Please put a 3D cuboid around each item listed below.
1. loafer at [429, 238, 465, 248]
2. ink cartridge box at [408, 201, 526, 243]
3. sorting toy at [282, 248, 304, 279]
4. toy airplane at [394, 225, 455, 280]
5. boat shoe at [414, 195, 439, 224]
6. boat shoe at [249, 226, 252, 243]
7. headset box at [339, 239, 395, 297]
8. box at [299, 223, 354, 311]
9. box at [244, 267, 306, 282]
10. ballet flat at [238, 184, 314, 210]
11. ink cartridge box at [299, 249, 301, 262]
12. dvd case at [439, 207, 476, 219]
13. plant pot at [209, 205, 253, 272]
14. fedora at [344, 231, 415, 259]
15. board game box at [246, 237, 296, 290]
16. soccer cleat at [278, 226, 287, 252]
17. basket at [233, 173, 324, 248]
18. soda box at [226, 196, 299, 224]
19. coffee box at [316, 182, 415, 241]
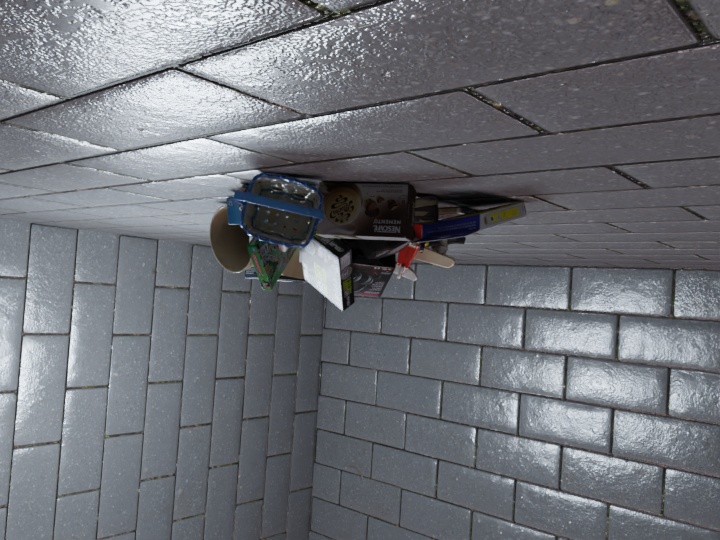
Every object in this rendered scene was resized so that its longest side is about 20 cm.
[{"bbox_3d":[0.252,-0.093,2.220,0.196,0.074,0.073,3,177,-6],"label":"loafer"},{"bbox_3d":[0.237,-0.107,1.517,0.198,0.048,0.197,-14,-175,-34],"label":"ink cartridge box"},{"bbox_3d":[-0.144,-0.076,2.058,0.197,0.202,0.070,11,-159,-42],"label":"sorting toy"},{"bbox_3d":[0.136,-0.071,1.808,0.197,0.142,0.200,-11,135,39],"label":"toy airplane"},{"bbox_3d":[0.085,-0.114,1.497,0.197,0.075,0.074,-13,180,-3],"label":"boat shoe"},{"bbox_3d":[-0.256,-0.141,1.766,0.073,0.087,0.203,5,-147,8],"label":"boat shoe"},{"bbox_3d":[0.000,0.000,1.773,0.146,0.078,0.201,7,150,-10],"label":"headset box"},{"bbox_3d":[-0.086,-0.014,1.676,0.044,0.202,0.160,-35,-124,-27],"label":"box"},{"bbox_3d":[-0.255,-0.066,2.140,0.194,0.204,0.117,6,176,-35],"label":"box"},{"bbox_3d":[-0.189,-0.155,1.503,0.197,0.072,0.069,3,176,21],"label":"ballet flat"},{"bbox_3d":[-0.056,-0.092,1.891,0.197,0.149,0.146,4,177,-22],"label":"ink cartridge box"},{"bbox_3d":[0.228,-0.144,1.755,0.198,0.016,0.148,1,176,42],"label":"dvd case"},{"bbox_3d":[-0.300,-0.105,1.933,0.185,0.191,0.199,2,-168,39],"label":"plant pot"},{"bbox_3d":[0.063,-0.086,1.620,0.198,0.093,0.201,-23,172,-3],"label":"fedora"},{"bbox_3d":[-0.219,-0.066,1.715,0.029,0.136,0.201,1,-142,21],"label":"board game box"},{"bbox_3d":[-0.135,-0.109,1.728,0.198,0.086,0.068,-24,-136,-36],"label":"soccer cleat"},{"bbox_3d":[-0.163,-0.123,1.348,0.174,0.141,0.200,14,-178,-6],"label":"basket"},{"bbox_3d":[-0.230,-0.148,1.638,0.197,0.069,0.064,3,-169,26],"label":"soda box"},{"bbox_3d":[0.013,-0.124,1.421,0.197,0.115,0.080,4,178,16],"label":"coffee box"}]
